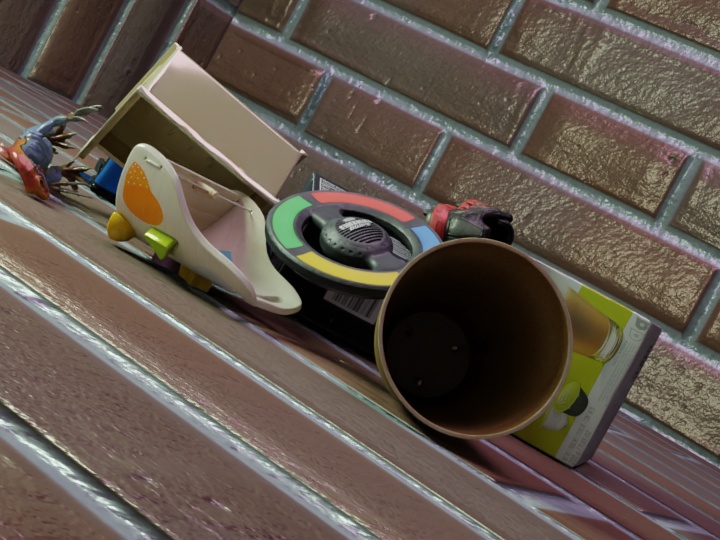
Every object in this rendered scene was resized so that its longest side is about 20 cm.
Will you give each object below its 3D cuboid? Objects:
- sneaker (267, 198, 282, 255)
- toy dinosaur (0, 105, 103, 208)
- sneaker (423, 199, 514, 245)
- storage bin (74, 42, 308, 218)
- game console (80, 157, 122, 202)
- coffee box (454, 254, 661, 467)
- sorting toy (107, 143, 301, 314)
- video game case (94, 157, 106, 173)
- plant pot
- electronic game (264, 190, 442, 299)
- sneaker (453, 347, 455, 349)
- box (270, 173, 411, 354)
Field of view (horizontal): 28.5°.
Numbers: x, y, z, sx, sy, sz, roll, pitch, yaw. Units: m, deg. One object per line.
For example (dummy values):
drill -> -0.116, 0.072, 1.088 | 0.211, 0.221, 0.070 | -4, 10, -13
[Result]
sneaker -> -0.135, -0.045, 1.838 | 0.200, 0.100, 0.070 | 21, 13, -45
toy dinosaur -> -0.357, -0.112, 1.546 | 0.200, 0.105, 0.181 | -8, 4, 19
sneaker -> 0.145, -0.045, 1.708 | 0.098, 0.071, 0.200 | 10, 8, 21
storage bin -> -0.200, -0.128, 1.638 | 0.200, 0.094, 0.198 | 39, -38, -14
game console -> -0.257, -0.117, 1.890 | 0.200, 0.171, 0.118 | 27, 30, -27
coffee box -> 0.238, 0.108, 1.770 | 0.198, 0.200, 0.200 | 29, 4, 15
sorting toy -> -0.145, -0.019, 1.448 | 0.180, 0.107, 0.200 | 39, 6, 25
video game case -> -0.296, -0.104, 2.111 | 0.200, 0.026, 0.181 | 27, 4, -18
plant pot -> 0.087, 0.075, 1.403 | 0.186, 0.187, 0.200 | 28, -13, -7
electronic game -> -0.004, -0.031, 1.518 | 0.200, 0.042, 0.200 | 10, 31, -6
sneaker -> 0.116, 0.044, 1.868 | 0.067, 0.201, 0.090 | 7, -10, 25
box -> 0.000, 0.000, 1.718 | 0.200, 0.123, 0.198 | 29, 16, -10
